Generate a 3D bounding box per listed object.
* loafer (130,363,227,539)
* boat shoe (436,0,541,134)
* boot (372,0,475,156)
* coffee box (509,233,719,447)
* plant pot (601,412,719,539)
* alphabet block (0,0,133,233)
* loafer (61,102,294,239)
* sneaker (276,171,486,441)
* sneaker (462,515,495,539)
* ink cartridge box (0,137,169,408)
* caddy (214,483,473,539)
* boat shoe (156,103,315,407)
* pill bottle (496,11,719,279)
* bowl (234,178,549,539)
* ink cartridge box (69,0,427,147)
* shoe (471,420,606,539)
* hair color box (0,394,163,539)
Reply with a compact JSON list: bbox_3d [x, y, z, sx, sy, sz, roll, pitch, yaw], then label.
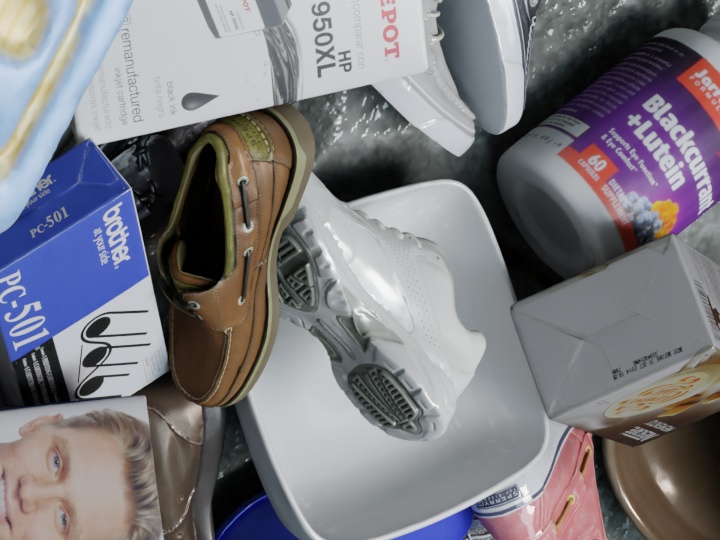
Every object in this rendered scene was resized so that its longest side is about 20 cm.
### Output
[{"bbox_3d":[-0.130,0.145,1.642,0.071,0.073,0.200,-6,113,-26],"label":"loafer"},{"bbox_3d":[0.085,-0.180,1.633,0.068,0.072,0.200,-25,121,-26],"label":"boat shoe"},{"bbox_3d":[0.031,-0.152,1.592,0.096,0.074,0.200,-46,134,3],"label":"boot"},{"bbox_3d":[0.183,0.048,1.716,0.114,0.080,0.200,-24,164,15],"label":"coffee box"},{"bbox_3d":[0.298,0.109,1.911,0.175,0.200,0.201,-42,137,-40],"label":"plant pot"},{"bbox_3d":[-0.238,-0.161,1.273,0.195,0.200,0.197,26,96,-46],"label":"alphabet block"},{"bbox_3d":[-0.102,-0.075,1.534,0.200,0.063,0.072,-46,134,-10],"label":"loafer"},{"bbox_3d":[0.000,0.000,1.583,0.200,0.078,0.099,55,50,-18],"label":"sneaker"},{"bbox_3d":[0.080,0.204,1.835,0.075,0.082,0.200,-16,123,-33],"label":"sneaker"},{"bbox_3d":[-0.164,0.018,1.496,0.094,0.044,0.200,-33,153,-16],"label":"ink cartridge box"},{"bbox_3d":[-0.017,0.193,1.730,0.200,0.105,0.142,-27,128,-28],"label":"caddy"},{"bbox_3d":[-0.086,-0.004,1.520,0.068,0.072,0.200,-22,134,-44],"label":"boat shoe"},{"bbox_3d":[0.195,-0.086,1.745,0.200,0.111,0.112,-38,133,-18],"label":"pill bottle"},{"bbox_3d":[0.002,0.059,1.653,0.200,0.075,0.200,-20,94,-32],"label":"bowl"},{"bbox_3d":[-0.072,-0.164,1.452,0.200,0.084,0.145,-13,124,-11],"label":"ink cartridge box"},{"bbox_3d":[0.123,0.134,1.772,0.091,0.071,0.200,66,24,-17],"label":"shoe"},{"bbox_3d":[-0.208,0.126,1.452,0.200,0.060,0.100,-5,86,-33],"label":"hair color box"}]
